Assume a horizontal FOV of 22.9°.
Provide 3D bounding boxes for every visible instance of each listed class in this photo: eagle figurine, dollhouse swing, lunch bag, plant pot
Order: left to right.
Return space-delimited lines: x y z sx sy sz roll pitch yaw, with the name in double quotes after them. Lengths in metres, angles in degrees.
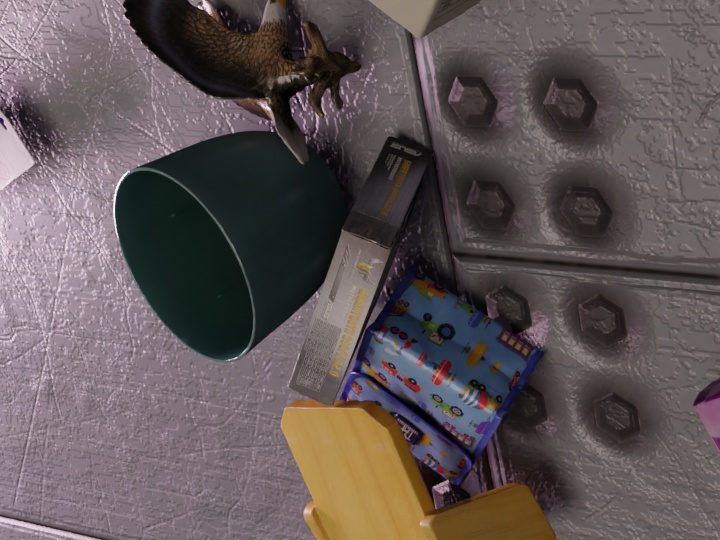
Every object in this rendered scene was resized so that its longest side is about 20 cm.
-0.106 -0.196 1.632 0.199 0.151 0.153 8 130 22 "eagle figurine"
-0.109 -0.040 1.681 0.200 0.161 0.202 32 139 32 "plant pot"
0.050 0.191 1.707 0.199 0.181 0.177 -6 97 53 "dollhouse swing"
0.065 0.117 1.713 0.150 0.094 0.200 33 144 7 "lunch bag"

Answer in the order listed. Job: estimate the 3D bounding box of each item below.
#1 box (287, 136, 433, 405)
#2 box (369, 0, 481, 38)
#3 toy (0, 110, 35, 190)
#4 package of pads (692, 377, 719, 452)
0.000 0.000 1.634 0.048 0.159 0.201 21 129 2 "box"
0.074 -0.310 1.419 0.109 0.128 0.201 39 132 13 "box"
-0.422 -0.140 1.958 0.200 0.047 0.115 -28 100 47 "toy"
0.380 0.166 1.498 0.120 0.076 0.201 -26 98 42 "package of pads"
